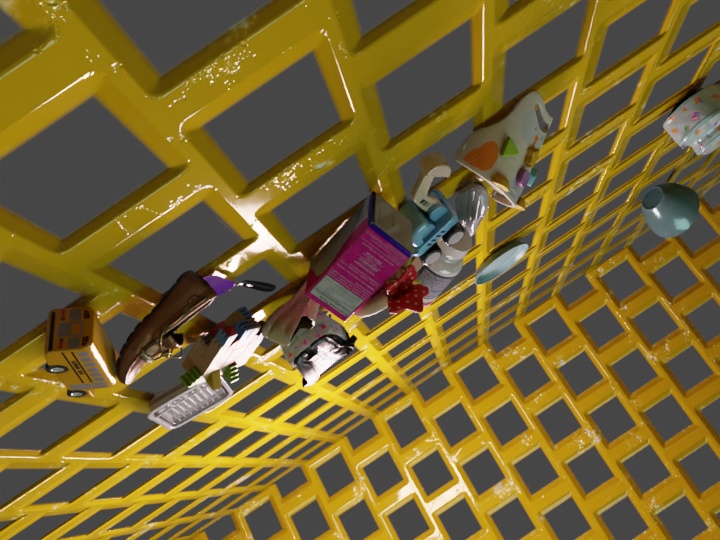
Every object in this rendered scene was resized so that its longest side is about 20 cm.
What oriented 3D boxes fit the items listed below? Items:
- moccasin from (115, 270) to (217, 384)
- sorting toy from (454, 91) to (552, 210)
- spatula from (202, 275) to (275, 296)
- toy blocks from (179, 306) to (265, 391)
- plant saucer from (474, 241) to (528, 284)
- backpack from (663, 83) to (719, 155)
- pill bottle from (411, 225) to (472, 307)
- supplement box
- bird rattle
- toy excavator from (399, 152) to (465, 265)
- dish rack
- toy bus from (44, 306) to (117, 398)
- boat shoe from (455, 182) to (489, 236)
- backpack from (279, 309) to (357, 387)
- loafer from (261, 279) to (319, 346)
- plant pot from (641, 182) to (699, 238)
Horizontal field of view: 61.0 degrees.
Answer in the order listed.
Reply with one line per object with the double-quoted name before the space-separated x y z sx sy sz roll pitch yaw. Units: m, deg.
"moccasin" -0.301 0.098 0.948 0.202 0.077 0.074 -49 -178 -5
"sorting toy" 0.294 -0.229 1.143 0.198 0.106 0.183 25 98 -53
"spatula" -0.210 0.027 1.067 0.056 0.021 0.198 -29 166 25
"toy blocks" -0.247 0.133 1.168 0.138 0.100 0.199 -51 165 22
"plant saucer" 0.432 -0.027 1.896 0.196 0.028 0.201 -30 160 -12
"backpack" 0.911 -0.399 1.616 0.196 0.157 0.176 -6 153 -38
"pill bottle" 0.164 -0.018 1.384 0.117 0.121 0.201 -15 154 -38
"supplement box" -0.004 -0.022 1.102 0.102 0.103 0.200 34 122 -21
"bird rattle" 0.054 0.041 1.156 0.160 0.114 0.202 -30 -156 17
"toy excavator" 0.126 -0.117 1.166 0.194 0.101 0.198 -43 149 22
"dish rack" -0.376 0.278 1.349 0.169 0.044 0.201 -30 159 -13
"toy bus" -0.409 0.126 0.900 0.076 0.067 0.202 -5 152 -12
"boat shoe" 0.245 -0.144 1.326 0.063 0.071 0.201 -53 167 -15
"backpack" -0.112 0.160 1.363 0.167 0.127 0.200 -44 159 -2
"loafer" -0.110 0.078 1.213 0.200 0.068 0.076 -44 168 -28
"plant pot" 1.123 -0.241 2.262 0.132 0.204 0.201 22 132 -23
